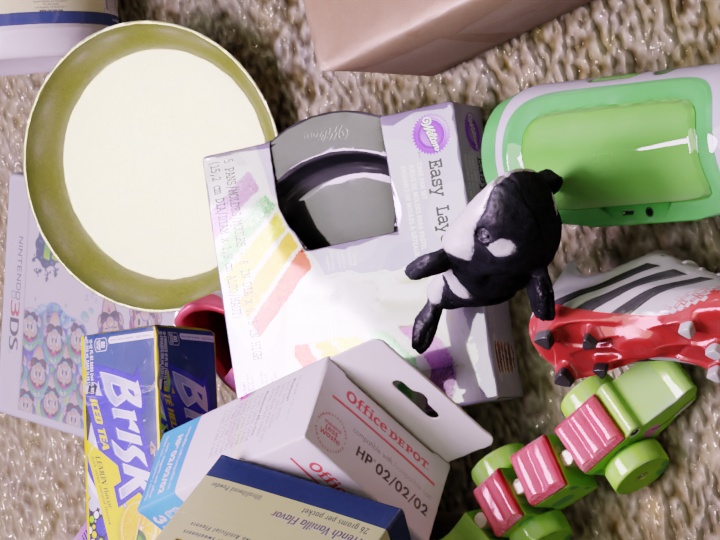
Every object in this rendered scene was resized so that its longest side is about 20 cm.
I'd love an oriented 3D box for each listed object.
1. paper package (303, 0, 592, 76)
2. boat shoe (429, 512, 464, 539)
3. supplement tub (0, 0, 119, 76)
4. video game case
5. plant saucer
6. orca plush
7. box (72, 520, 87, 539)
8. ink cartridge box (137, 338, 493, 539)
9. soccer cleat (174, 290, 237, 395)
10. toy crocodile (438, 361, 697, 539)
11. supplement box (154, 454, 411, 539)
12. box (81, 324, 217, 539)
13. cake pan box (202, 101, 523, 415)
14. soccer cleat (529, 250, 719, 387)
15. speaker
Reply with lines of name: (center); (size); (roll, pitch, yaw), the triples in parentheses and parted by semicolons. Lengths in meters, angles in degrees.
paper package: (0.055, -0.234, 1.676); (0.199, 0.103, 0.192); (-23, 75, 43)
boat shoe: (0.020, 0.201, 1.762); (0.199, 0.066, 0.075); (-18, 79, 30)
supplement tub: (-0.249, -0.245, 1.943); (0.144, 0.144, 0.202); (-6, 88, 44)
video game case: (-0.192, 0.032, 1.989); (0.199, 0.024, 0.184); (12, 101, 43)
plant saucer: (-0.139, -0.072, 1.887); (0.199, 0.031, 0.202); (3, 99, 21)
orca plush: (0.078, 0.009, 1.582); (0.071, 0.105, 0.200); (56, 146, 10)
box: (-0.123, 0.263, 1.885); (0.200, 0.096, 0.176); (55, 126, 26)
ink cartridge box: (-0.028, 0.128, 1.691); (0.199, 0.115, 0.068); (-27, 32, 40)
soccer cleat: (-0.046, 0.085, 1.812); (0.200, 0.076, 0.067); (48, 123, 32)
toy crocodile: (0.121, 0.118, 1.650); (0.200, 0.062, 0.068); (-40, 63, 24)
supplement box: (-0.061, 0.259, 1.616); (0.133, 0.200, 0.201); (13, 137, 30)
box: (-0.136, 0.139, 1.790); (0.070, 0.064, 0.202); (-8, 81, 35)
cake pan box: (0.000, 0.000, 1.740); (0.183, 0.052, 0.202); (-10, 84, 21)
soccer cleat: (0.193, 0.023, 1.583); (0.199, 0.085, 0.069); (-3, 132, 29)
speaker: (0.167, -0.073, 1.588); (0.199, 0.088, 0.089); (-3, 90, 44)
